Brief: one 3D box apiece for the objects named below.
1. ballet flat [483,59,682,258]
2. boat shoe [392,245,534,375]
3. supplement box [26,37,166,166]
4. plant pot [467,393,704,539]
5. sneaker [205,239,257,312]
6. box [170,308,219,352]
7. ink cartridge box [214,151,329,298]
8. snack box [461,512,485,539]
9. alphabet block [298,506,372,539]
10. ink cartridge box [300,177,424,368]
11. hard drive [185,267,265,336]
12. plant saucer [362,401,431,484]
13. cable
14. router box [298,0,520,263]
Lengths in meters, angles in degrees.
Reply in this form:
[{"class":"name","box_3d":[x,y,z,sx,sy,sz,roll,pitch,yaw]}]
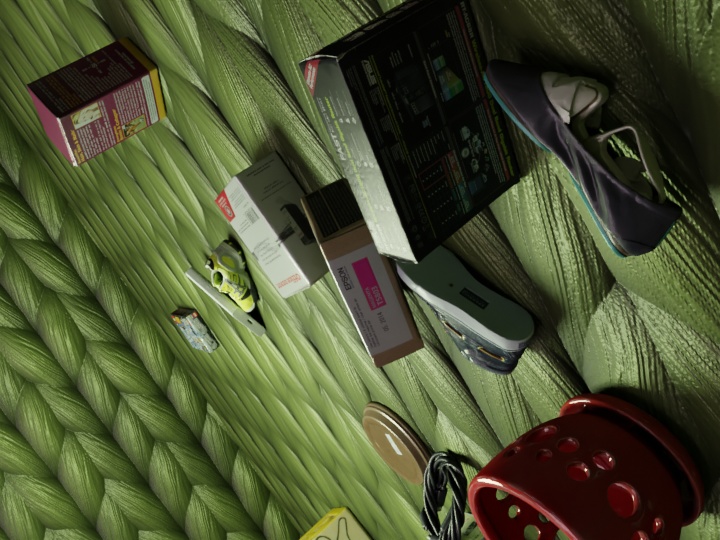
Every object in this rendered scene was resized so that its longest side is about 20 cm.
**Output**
[{"class":"ballet flat","box_3d":[0.180,-0.105,0.554,0.200,0.073,0.073,56,156,9]},{"class":"boat shoe","box_3d":[0.114,0.047,0.853,0.200,0.071,0.091,39,149,24]},{"class":"supplement box","box_3d":[-0.466,-0.303,1.260,0.103,0.200,0.131,44,153,17]},{"class":"plant pot","box_3d":[0.245,0.243,0.750,0.200,0.182,0.201,41,154,25]},{"class":"sneaker","box_3d":[-0.283,0.022,1.520,0.075,0.076,0.200,30,150,37]},{"class":"box","box_3d":[-0.524,0.186,2.212,0.137,0.040,0.200,59,155,-16]},{"class":"ink cartridge box","box_3d":[-0.129,-0.067,1.117,0.200,0.084,0.144,56,155,-5]},{"class":"snack box","box_3d":[0.162,0.522,1.248,0.037,0.200,0.116,52,156,-6]},{"class":"alphabet block","box_3d":[-0.069,0.858,2.122,0.200,0.195,0.196,51,154,6]},{"class":"ink cartridge box","box_3d":[0.000,0.000,0.921,0.165,0.075,0.200,-116,3,-62]},{"class":"hard drive","box_3d":[-0.321,0.075,1.671,0.200,0.026,0.132,35,171,36]},{"class":"plant saucer","box_3d":[0.070,0.347,1.388,0.200,0.029,0.200,41,152,27]},{"class":"cable","box_3d":[0.141,0.413,1.221,0.163,0.051,0.200,-91,11,-52]},{"class":"router box","box_3d":[0.052,-0.130,0.631,0.062,0.150,0.200,17,137,52]}]
